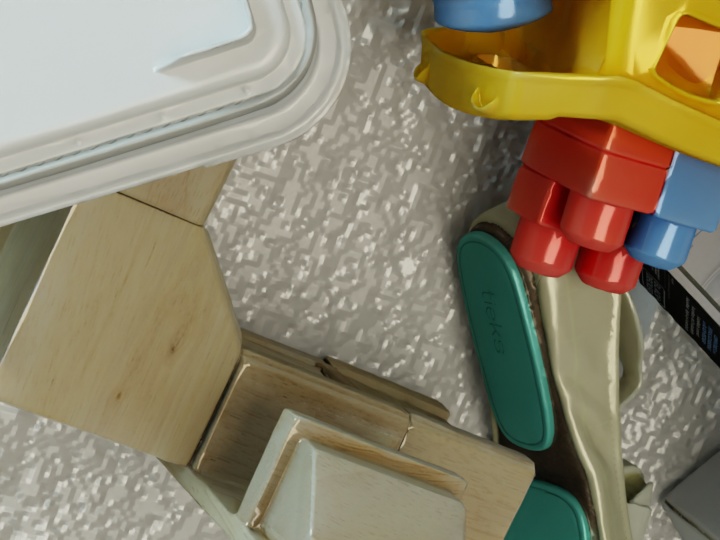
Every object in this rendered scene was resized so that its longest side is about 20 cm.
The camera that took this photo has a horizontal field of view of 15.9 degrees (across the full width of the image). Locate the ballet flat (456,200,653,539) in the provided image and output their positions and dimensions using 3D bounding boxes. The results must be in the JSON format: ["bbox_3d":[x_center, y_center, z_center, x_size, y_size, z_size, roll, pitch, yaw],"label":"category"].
[{"bbox_3d":[0.081,0.066,0.964,0.069,0.069,0.202,-13,112,-19],"label":"ballet flat"}]

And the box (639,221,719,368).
[{"bbox_3d":[0.207,0.029,0.935,0.116,0.200,0.060,-39,163,-6],"label":"box"}]

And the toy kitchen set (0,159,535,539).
[{"bbox_3d":[0.000,0.000,0.846,0.199,0.163,0.181,23,97,-28],"label":"toy kitchen set"}]

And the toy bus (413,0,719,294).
[{"bbox_3d":[0.083,-0.091,0.865,0.199,0.136,0.193,18,99,-26],"label":"toy bus"}]

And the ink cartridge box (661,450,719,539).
[{"bbox_3d":[0.234,0.128,1.036,0.144,0.085,0.201,-38,119,-8],"label":"ink cartridge box"}]

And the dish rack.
[{"bbox_3d":[-0.115,-0.101,0.769,0.199,0.044,0.173,-17,87,0],"label":"dish rack"}]
